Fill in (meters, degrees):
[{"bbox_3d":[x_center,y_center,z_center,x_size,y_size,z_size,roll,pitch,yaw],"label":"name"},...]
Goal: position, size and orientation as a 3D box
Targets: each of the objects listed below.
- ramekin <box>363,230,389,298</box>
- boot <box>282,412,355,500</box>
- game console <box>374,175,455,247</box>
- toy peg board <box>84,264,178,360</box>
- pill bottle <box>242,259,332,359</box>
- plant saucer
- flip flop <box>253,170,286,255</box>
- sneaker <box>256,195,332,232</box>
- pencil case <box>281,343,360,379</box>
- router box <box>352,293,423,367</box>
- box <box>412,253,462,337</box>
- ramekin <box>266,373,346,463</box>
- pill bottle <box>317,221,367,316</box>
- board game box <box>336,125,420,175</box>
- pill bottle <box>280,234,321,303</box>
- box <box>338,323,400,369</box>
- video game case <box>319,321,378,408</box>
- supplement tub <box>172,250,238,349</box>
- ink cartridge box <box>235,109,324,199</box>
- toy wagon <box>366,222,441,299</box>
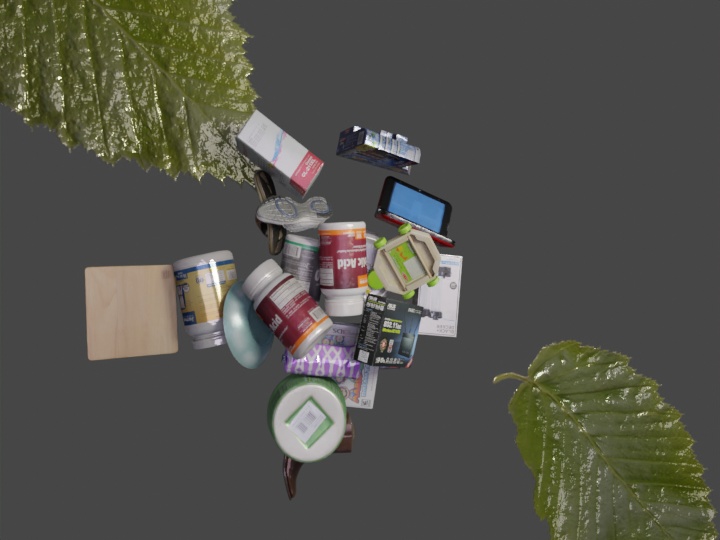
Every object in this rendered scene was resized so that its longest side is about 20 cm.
[{"bbox_3d":[0.000,0.000,1.436,0.194,0.094,0.211,0,90,-9],"label":"ramekin"},{"bbox_3d":[-0.098,0.459,1.441,0.192,0.064,0.194,-5,93,-14],"label":"boot"},{"bbox_3d":[0.144,-0.148,1.423,0.194,0.172,0.122,22,91,-8],"label":"game console"},{"bbox_3d":[-0.536,0.093,1.363,0.193,0.097,0.208,-2,91,-25],"label":"toy peg board"},{"bbox_3d":[-0.164,0.083,1.281,0.114,0.114,0.201,-42,82,-6],"label":"pill bottle"},{"bbox_3d":[-0.245,0.121,1.348,0.037,0.200,0.209,-10,92,23],"label":"plant saucer"},{"bbox_3d":[-0.230,-0.137,1.414,0.056,0.081,0.207,-14,94,21],"label":"flip flop"},{"bbox_3d":[-0.160,-0.124,1.383,0.195,0.087,0.076,0,58,-35],"label":"sneaker"},{"bbox_3d":[-0.090,0.204,1.364,0.193,0.084,0.089,8,89,-11],"label":"pencil case"},{"bbox_3d":[0.069,0.144,1.365,0.060,0.198,0.156,11,88,32],"label":"router box"},{"bbox_3d":[0.194,0.062,1.484,0.112,0.060,0.208,6,89,-9],"label":"box"},{"bbox_3d":[-0.122,0.344,1.357,0.192,0.098,0.208,0,90,-9],"label":"ramekin"},{"bbox_3d":[-0.039,-0.005,1.321,0.110,0.114,0.208,-3,95,-9],"label":"pill bottle"},{"bbox_3d":[0.064,-0.293,1.418,0.194,0.199,0.064,13,89,-23],"label":"board game box"},{"bbox_3d":[-0.144,0.025,1.399,0.109,0.113,0.208,11,96,-9],"label":"pill bottle"},{"bbox_3d":[0.007,0.191,1.467,0.192,0.035,0.115,1,90,-9],"label":"box"},{"bbox_3d":[-0.042,0.232,1.427,0.175,0.024,0.208,7,99,-10],"label":"video game case"},{"bbox_3d":[-0.349,0.067,1.354,0.139,0.145,0.208,-12,91,-9],"label":"supplement tub"},{"bbox_3d":[-0.192,-0.270,1.378,0.198,0.146,0.084,37,84,-7],"label":"ink cartridge box"},{"bbox_3d":[0.088,-0.011,1.359,0.196,0.040,0.158,-27,107,17],"label":"toy wagon"}]
